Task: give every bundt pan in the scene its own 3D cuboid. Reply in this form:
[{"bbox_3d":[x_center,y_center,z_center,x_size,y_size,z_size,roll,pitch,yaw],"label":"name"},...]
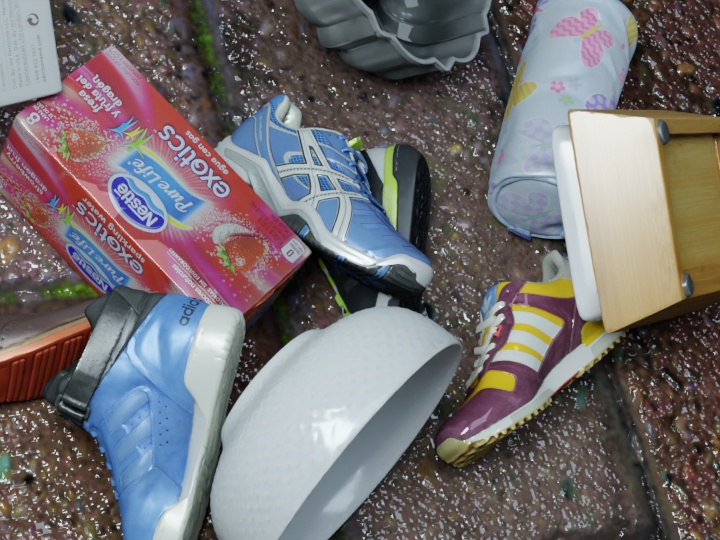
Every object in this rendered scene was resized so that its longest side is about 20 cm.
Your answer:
[{"bbox_3d":[0.009,-0.235,1.425,0.202,0.076,0.203,24,57,-44],"label":"bundt pan"}]

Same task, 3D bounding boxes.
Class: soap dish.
[{"bbox_3d":[0.217,-0.042,1.379,0.200,0.081,0.158,-8,89,-61],"label":"soap dish"}]

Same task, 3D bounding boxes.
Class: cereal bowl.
[{"bbox_3d":[-0.027,0.099,1.213,0.083,0.200,0.200,40,56,14],"label":"cereal bowl"}]

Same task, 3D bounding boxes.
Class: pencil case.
[{"bbox_3d":[0.158,-0.121,1.459,0.090,0.083,0.201,20,59,-9],"label":"pencil case"}]

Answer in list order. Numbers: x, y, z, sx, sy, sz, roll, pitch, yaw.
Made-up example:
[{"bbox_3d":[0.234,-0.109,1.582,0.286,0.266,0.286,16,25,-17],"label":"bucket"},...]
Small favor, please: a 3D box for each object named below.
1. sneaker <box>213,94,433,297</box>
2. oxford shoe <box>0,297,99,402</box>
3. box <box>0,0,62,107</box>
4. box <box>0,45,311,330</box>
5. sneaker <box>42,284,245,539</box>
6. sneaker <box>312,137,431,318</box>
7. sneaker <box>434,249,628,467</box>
[{"bbox_3d":[-0.022,-0.053,1.305,0.200,0.076,0.077,38,87,29],"label":"sneaker"},{"bbox_3d":[-0.238,0.046,1.222,0.199,0.071,0.073,-19,62,-34],"label":"oxford shoe"},{"bbox_3d":[-0.317,-0.158,1.219,0.199,0.152,0.107,-17,115,-29],"label":"box"},{"bbox_3d":[-0.143,-0.037,1.281,0.200,0.100,0.095,46,59,3],"label":"box"},{"bbox_3d":[-0.148,0.108,1.201,0.111,0.077,0.201,15,102,7],"label":"sneaker"},{"bbox_3d":[0.000,0.000,1.359,0.082,0.072,0.201,1,65,15],"label":"sneaker"},{"bbox_3d":[0.103,0.061,1.357,0.090,0.075,0.200,51,49,4],"label":"sneaker"}]
